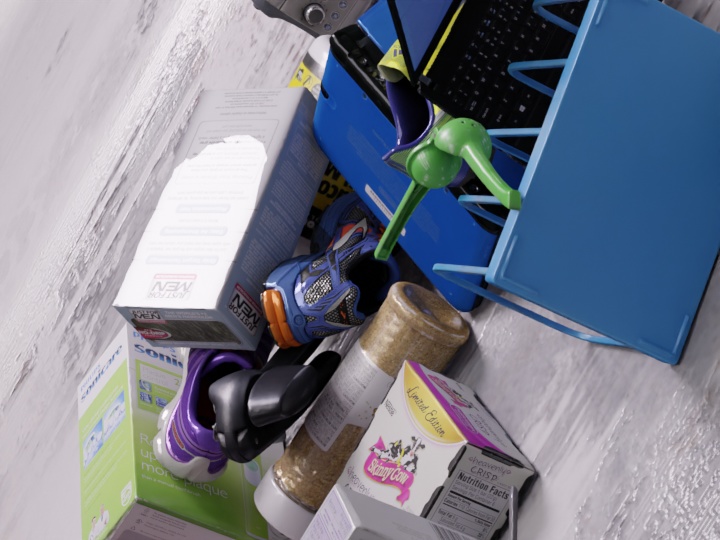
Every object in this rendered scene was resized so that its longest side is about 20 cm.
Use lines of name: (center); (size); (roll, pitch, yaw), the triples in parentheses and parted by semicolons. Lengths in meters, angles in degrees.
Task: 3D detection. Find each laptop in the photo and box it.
laptop: (0.115, -0.183, 1.531); (0.178, 0.200, 0.103); (-61, 17, -17)

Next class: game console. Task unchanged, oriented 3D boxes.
game console: (0.074, -0.104, 1.679); (0.200, 0.118, 0.171); (51, 150, 24)

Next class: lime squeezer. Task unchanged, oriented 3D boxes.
lime squeezer: (0.057, -0.056, 1.480); (0.200, 0.038, 0.071); (-21, 80, 64)

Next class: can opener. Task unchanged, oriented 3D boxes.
can opener: (-0.055, 0.088, 1.713); (0.200, 0.078, 0.064); (-40, -54, -68)

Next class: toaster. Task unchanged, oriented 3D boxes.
toaster: (-0.033, -0.296, 2.059); (0.129, 0.113, 0.200); (-50, 27, 22)

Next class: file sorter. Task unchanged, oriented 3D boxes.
file sorter: (0.149, -0.063, 1.478); (0.123, 0.138, 0.201); (8, 75, 66)

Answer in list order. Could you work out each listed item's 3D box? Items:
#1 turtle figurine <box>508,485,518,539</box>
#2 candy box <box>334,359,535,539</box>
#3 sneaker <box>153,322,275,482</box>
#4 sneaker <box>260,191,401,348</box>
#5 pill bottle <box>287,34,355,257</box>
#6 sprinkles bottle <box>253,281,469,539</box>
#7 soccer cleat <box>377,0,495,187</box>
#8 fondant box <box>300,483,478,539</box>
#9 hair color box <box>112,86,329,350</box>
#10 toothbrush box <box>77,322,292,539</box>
turtle figurine: (0.145, 0.216, 1.240); (0.200, 0.144, 0.194); (-60, 30, 20)
candy box: (0.026, 0.180, 1.593); (0.200, 0.061, 0.136); (-60, 25, 10)
sneaker: (-0.096, 0.064, 1.770); (0.083, 0.080, 0.201); (132, 153, -53)
sneaker: (0.000, 0.000, 1.746); (0.078, 0.076, 0.200); (-2, 28, 26)
pill bottle: (-0.033, -0.077, 1.867); (0.200, 0.112, 0.112); (-60, 26, 13)
sprinkles bottle: (0.000, 0.105, 1.697); (0.200, 0.068, 0.068); (-57, 27, 18)
soccer cleat: (0.055, -0.155, 1.598); (0.065, 0.083, 0.201); (142, 136, -65)
fondant box: (-0.001, 0.250, 1.485); (0.200, 0.144, 0.058); (-59, 27, 13)
hair color box: (-0.098, -0.040, 1.753); (0.099, 0.061, 0.201); (1, 57, 34)
toothbrush box: (-0.138, 0.157, 1.829); (0.086, 0.145, 0.200); (-52, 28, 28)
